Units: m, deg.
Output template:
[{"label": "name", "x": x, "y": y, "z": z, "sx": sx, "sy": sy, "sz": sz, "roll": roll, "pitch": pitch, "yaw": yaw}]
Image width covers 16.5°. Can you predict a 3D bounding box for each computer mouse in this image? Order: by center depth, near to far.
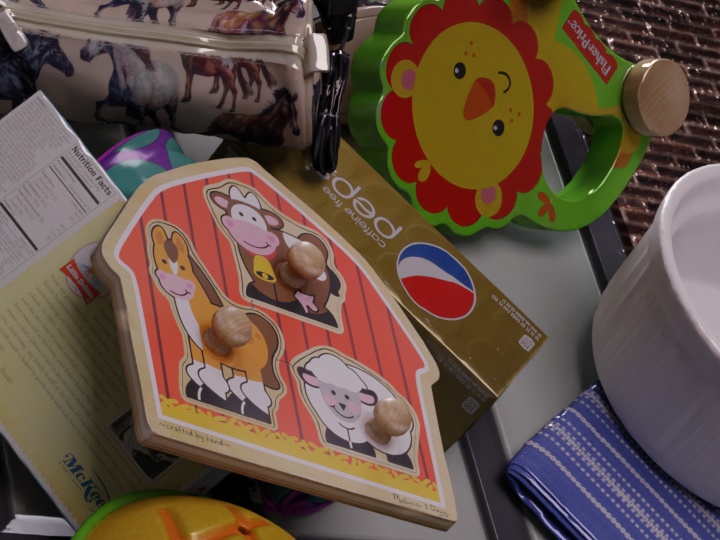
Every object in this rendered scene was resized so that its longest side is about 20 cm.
[{"label": "computer mouse", "x": -0.020, "y": -0.130, "z": 1.351, "sx": 0.034, "sy": 0.059, "sz": 0.201, "roll": 7, "pitch": 45, "yaw": -1}]

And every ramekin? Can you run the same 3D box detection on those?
[{"label": "ramekin", "x": 0.228, "y": 0.046, "z": 1.414, "sx": 0.200, "sy": 0.098, "sz": 0.201, "roll": 22, "pitch": 41, "yaw": -20}]

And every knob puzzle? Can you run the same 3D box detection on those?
[{"label": "knob puzzle", "x": -0.036, "y": 0.016, "z": 1.167, "sx": 0.219, "sy": 0.030, "sz": 0.220, "roll": 28, "pitch": 36, "yaw": -23}]

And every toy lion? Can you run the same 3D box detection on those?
[{"label": "toy lion", "x": 0.083, "y": -0.094, "z": 1.436, "sx": 0.200, "sy": 0.068, "sz": 0.192, "roll": 46, "pitch": 66, "yaw": -33}]

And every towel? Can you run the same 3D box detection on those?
[{"label": "towel", "x": 0.174, "y": 0.122, "z": 1.393, "sx": 0.145, "sy": 0.024, "sz": 0.200, "roll": 46, "pitch": 39, "yaw": 8}]

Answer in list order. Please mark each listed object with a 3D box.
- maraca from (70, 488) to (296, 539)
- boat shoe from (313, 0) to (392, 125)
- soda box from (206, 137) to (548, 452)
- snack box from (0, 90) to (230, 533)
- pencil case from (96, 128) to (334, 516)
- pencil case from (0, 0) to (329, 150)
[{"label": "maraca", "x": -0.049, "y": 0.178, "z": 1.103, "sx": 0.200, "sy": 0.107, "sz": 0.137, "roll": 37, "pitch": 50, "yaw": -7}, {"label": "boat shoe", "x": 0.023, "y": -0.128, "z": 1.475, "sx": 0.199, "sy": 0.073, "sz": 0.063, "roll": -9, "pitch": 18, "yaw": -36}, {"label": "soda box", "x": 0.000, "y": 0.000, "z": 1.327, "sx": 0.200, "sy": 0.064, "sz": 0.068, "roll": 43, "pitch": 41, "yaw": 2}, {"label": "snack box", "x": -0.136, "y": 0.027, "z": 1.174, "sx": 0.116, "sy": 0.037, "sz": 0.200, "roll": -37, "pitch": 79, "yaw": -8}, {"label": "pencil case", "x": -0.068, "y": 0.028, "z": 1.235, "sx": 0.092, "sy": 0.085, "sz": 0.200, "roll": -39, "pitch": 81, "yaw": -17}, {"label": "pencil case", "x": -0.113, "y": -0.109, "z": 1.264, "sx": 0.199, "sy": 0.089, "sz": 0.078, "roll": 6, "pitch": 85, "yaw": 2}]
